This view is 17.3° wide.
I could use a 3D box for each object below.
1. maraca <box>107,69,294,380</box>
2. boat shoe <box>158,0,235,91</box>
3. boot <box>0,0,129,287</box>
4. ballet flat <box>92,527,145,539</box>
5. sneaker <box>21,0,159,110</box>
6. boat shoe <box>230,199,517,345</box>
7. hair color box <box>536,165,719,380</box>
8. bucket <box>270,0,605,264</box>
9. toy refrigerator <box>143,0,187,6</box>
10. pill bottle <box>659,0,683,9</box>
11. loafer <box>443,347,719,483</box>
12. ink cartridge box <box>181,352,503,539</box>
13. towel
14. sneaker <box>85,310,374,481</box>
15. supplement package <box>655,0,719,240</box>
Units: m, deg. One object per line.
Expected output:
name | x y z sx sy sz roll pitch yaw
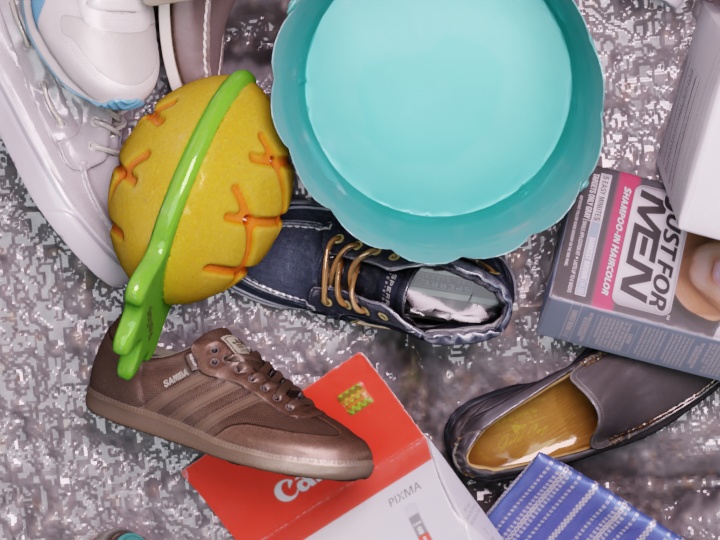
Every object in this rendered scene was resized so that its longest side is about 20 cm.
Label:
maraca | -0.105 -0.030 1.431 0.107 0.137 0.200 20 69 9
boat shoe | -0.091 -0.206 1.467 0.059 0.072 0.200 2 92 4
boot | -0.170 -0.095 1.481 0.096 0.074 0.200 -30 95 12
ballet flat | -0.113 0.253 1.543 0.200 0.067 0.064 48 124 -4
sneaker | -0.159 -0.194 1.428 0.076 0.081 0.200 -4 74 -34
boat shoe | 0.000 0.000 1.481 0.200 0.091 0.071 8 98 1
hair color box | 0.218 0.010 1.468 0.200 0.061 0.099 15 64 1
bucket | 0.048 -0.111 1.442 0.207 0.135 0.207 0 99 1
toy refrigerator | -0.048 -0.234 1.408 0.200 0.076 0.070 -34 109 -24
pill bottle | 0.205 -0.267 1.427 0.114 0.114 0.200 32 98 -3
loafer | 0.149 0.086 1.499 0.200 0.072 0.073 -27 95 4
ink cartridge box | -0.004 0.176 1.504 0.162 0.050 0.200 -34 97 23
towel | 0.161 0.213 1.508 0.200 0.024 0.145 33 127 -3
sneaker | -0.081 0.077 1.482 0.200 0.070 0.076 14 93 20
supplement package | 0.247 -0.083 1.404 0.114 0.200 0.110 15 104 -1
